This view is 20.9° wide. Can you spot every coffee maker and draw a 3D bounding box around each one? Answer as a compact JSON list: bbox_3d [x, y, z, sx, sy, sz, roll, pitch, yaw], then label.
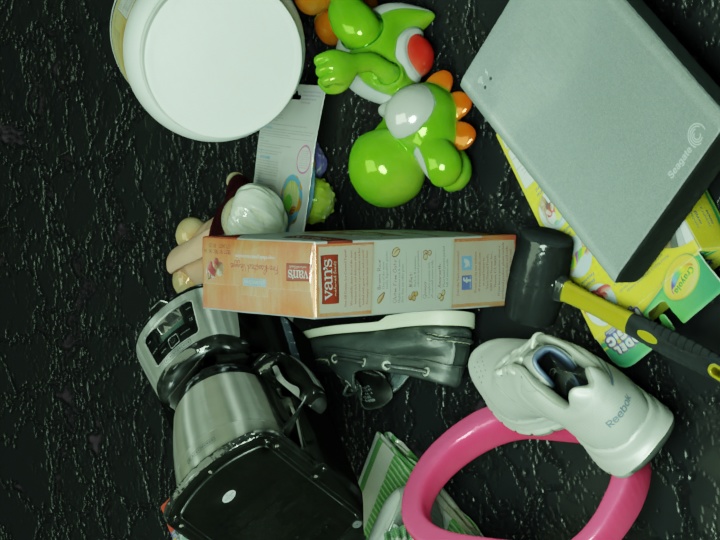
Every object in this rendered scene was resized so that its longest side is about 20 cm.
[{"bbox_3d":[-0.079,0.133,1.452,0.201,0.134,0.193,-111,1,-53],"label":"coffee maker"}]

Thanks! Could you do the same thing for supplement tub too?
[{"bbox_3d":[-0.122,-0.182,1.556,0.200,0.143,0.146,-131,47,-72],"label":"supplement tub"}]

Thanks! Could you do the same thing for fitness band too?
[{"bbox_3d":[0.113,0.152,1.373,0.199,0.037,0.144,1,49,49],"label":"fitness band"}]

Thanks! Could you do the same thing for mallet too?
[{"bbox_3d":[0.175,0.023,1.289,0.199,0.041,0.067,20,111,44],"label":"mallet"}]

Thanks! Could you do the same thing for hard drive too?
[{"bbox_3d":[0.159,-0.111,1.301,0.201,0.033,0.140,55,128,32],"label":"hard drive"}]

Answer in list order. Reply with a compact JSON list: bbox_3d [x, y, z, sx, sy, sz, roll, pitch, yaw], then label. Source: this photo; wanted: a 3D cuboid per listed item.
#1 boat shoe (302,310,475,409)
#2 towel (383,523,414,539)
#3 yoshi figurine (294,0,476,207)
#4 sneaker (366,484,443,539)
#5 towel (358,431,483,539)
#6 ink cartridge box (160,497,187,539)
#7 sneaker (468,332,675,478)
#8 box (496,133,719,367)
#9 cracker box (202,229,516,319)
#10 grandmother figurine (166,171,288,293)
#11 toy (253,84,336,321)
[{"bbox_3d":[0.014,0.074,1.521,0.198,0.074,0.067,-11,78,44],"label":"boat shoe"},{"bbox_3d":[0.056,0.299,1.397,0.201,0.030,0.150,-104,1,-49],"label":"towel"},{"bbox_3d":[0.007,-0.130,1.496,0.201,0.112,0.112,60,144,24],"label":"yoshi figurine"},{"bbox_3d":[0.006,0.245,1.515,0.080,0.070,0.202,40,124,42],"label":"sneaker"},{"bbox_3d":[0.053,0.242,1.529,0.200,0.023,0.154,44,125,36],"label":"towel"},{"bbox_3d":[-0.122,0.211,1.708,0.109,0.050,0.201,-44,62,42],"label":"ink cartridge box"},{"bbox_3d":[0.133,0.073,1.342,0.075,0.087,0.200,-51,29,-13],"label":"sneaker"},{"bbox_3d":[0.179,-0.045,1.339,0.117,0.048,0.201,-44,58,41],"label":"box"},{"bbox_3d":[0.000,0.000,1.434,0.133,0.199,0.058,4,96,48],"label":"cracker box"},{"bbox_3d":[-0.109,-0.024,1.588,0.200,0.060,0.123,145,121,-67],"label":"grandmother figurine"},{"bbox_3d":[-0.053,-0.050,1.603,0.115,0.047,0.202,15,94,62],"label":"toy"}]
